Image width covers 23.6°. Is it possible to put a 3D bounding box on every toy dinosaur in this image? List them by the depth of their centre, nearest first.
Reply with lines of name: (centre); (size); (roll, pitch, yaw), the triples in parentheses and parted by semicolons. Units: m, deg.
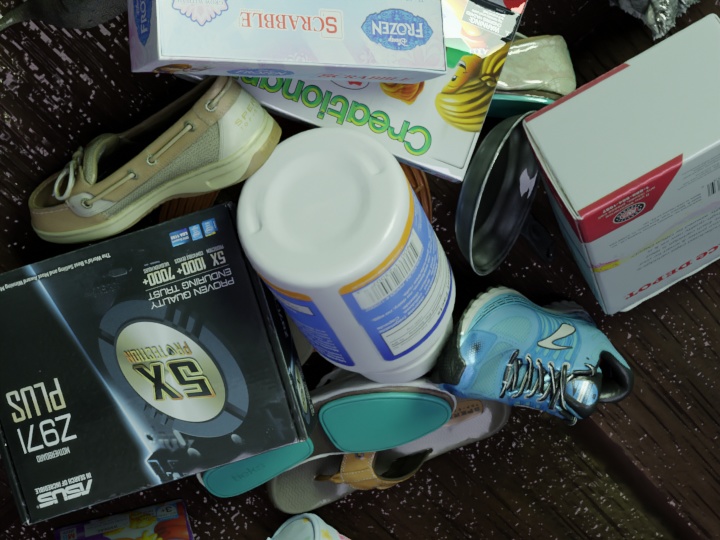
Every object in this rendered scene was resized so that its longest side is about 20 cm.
toy dinosaur: (-0.156, -0.197, 1.052); (0.199, 0.103, 0.077); (-34, 160, 5)

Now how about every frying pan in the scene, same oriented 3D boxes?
frying pan: (0.109, -0.056, 1.185); (0.031, 0.190, 0.116); (21, 102, 20)

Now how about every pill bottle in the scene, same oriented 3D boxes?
pill bottle: (0.000, 0.000, 1.133); (0.112, 0.112, 0.200); (-28, 151, 2)

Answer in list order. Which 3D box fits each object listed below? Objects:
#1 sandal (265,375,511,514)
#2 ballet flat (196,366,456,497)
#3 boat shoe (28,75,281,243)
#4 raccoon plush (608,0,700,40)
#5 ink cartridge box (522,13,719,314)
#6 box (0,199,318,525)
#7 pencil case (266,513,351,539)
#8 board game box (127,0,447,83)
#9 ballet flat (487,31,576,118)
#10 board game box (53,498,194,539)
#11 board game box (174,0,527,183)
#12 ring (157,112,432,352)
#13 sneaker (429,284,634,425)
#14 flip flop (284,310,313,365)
sandal: (0.023, 0.133, 1.293); (0.199, 0.055, 0.082); (-16, 119, -2)
ballet flat: (-0.030, 0.103, 1.251); (0.199, 0.070, 0.070); (-20, 120, 10)
boat shoe: (-0.144, -0.073, 1.105); (0.200, 0.073, 0.063); (-15, 128, 35)
raccoon plush: (0.239, -0.213, 1.120); (0.199, 0.134, 0.097); (-12, 118, -7)
ink cartridge box: (0.200, -0.064, 1.163); (0.145, 0.083, 0.200); (-29, 157, 2)
box: (-0.148, 0.059, 1.150); (0.199, 0.086, 0.165); (-16, 92, 4)
pencil case: (0.012, 0.265, 1.341); (0.200, 0.091, 0.083); (34, 91, -26)
board game box: (-0.045, -0.215, 1.020); (0.199, 0.041, 0.201); (-1, 85, -33)
ballet flat: (0.046, -0.137, 1.162); (0.198, 0.067, 0.063); (2, 78, -7)
board game box: (-0.156, 0.272, 1.240); (0.104, 0.200, 0.104); (-13, 119, -6)
board game box: (-0.007, -0.150, 1.102); (0.199, 0.035, 0.127); (20, 88, -6)
ring: (-0.044, -0.026, 1.217); (0.199, 0.019, 0.202); (-6, 119, -10)
sneaker: (0.130, 0.065, 1.218); (0.199, 0.090, 0.079); (-1, 122, -50)
flip flop: (-0.110, 0.084, 1.224); (0.199, 0.058, 0.081); (-33, 122, 13)
